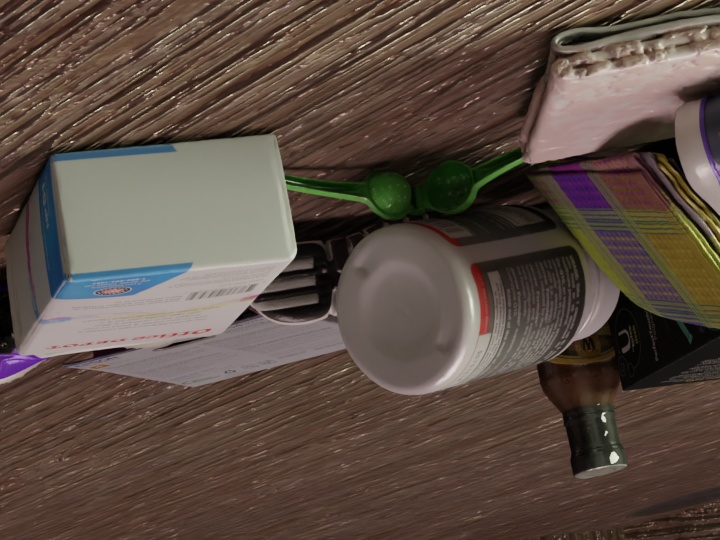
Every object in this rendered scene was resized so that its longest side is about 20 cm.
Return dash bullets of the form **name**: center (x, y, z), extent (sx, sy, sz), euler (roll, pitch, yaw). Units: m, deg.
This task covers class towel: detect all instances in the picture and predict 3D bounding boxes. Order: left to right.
- **towel**: center (0.188, -0.021, 1.593), extent (0.023, 0.144, 0.200), euler (-43, -168, -12)
- **towel**: center (0.199, -0.117, 1.479), extent (0.200, 0.032, 0.191), euler (-10, 167, -3)

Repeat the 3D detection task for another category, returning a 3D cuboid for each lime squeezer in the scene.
- **lime squeezer**: center (0.037, -0.056, 1.608), extent (0.200, 0.038, 0.071), euler (-7, 171, -4)

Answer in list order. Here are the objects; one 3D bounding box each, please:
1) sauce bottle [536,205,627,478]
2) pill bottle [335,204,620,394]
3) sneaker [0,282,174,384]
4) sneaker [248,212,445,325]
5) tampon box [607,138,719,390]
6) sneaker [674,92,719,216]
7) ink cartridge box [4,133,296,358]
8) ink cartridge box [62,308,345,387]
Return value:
- **sauce bottle**: center (0.158, 0.052, 1.818), extent (0.065, 0.200, 0.065), euler (-12, 167, -3)
- **pill bottle**: center (0.085, 0.015, 1.681), extent (0.114, 0.114, 0.200), euler (-20, 174, 38)
- **sneaker**: center (-0.218, 0.023, 1.709), extent (0.200, 0.070, 0.100), euler (-14, 161, -3)
- **sneaker**: center (0.000, 0.000, 1.798), extent (0.200, 0.076, 0.115), euler (-3, 179, -20)
- **tampon box**: center (0.260, -0.013, 1.723), extent (0.126, 0.150, 0.200), euler (-6, 168, -18)
- **sneaker**: center (0.288, -0.073, 1.495), extent (0.146, 0.081, 0.200), euler (-13, 163, 24)
- **ink cartridge box**: center (-0.137, -0.013, 1.547), extent (0.144, 0.085, 0.200), euler (-6, 166, -18)
- **ink cartridge box**: center (-0.104, 0.047, 1.951), extent (0.196, 0.043, 0.200), euler (-14, 166, 25)
